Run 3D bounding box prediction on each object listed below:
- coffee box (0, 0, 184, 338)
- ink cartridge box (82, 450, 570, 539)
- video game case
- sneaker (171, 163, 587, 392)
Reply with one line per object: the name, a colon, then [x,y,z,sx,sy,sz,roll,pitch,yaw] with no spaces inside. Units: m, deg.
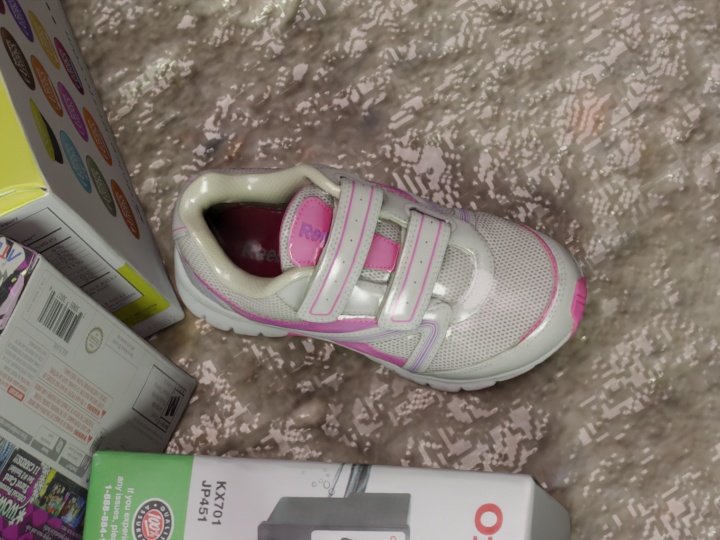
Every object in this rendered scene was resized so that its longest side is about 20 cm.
coffee box: [-0.225,-0.044,1.191,0.199,0.198,0.200,-26,69,5]
ink cartridge box: [-0.018,0.158,1.140,0.199,0.083,0.147,1,75,14]
video game case: [-0.155,0.094,1.133,0.036,0.200,0.182,25,82,21]
sneaker: [0.000,0.000,1.180,0.199,0.088,0.082,6,76,16]
